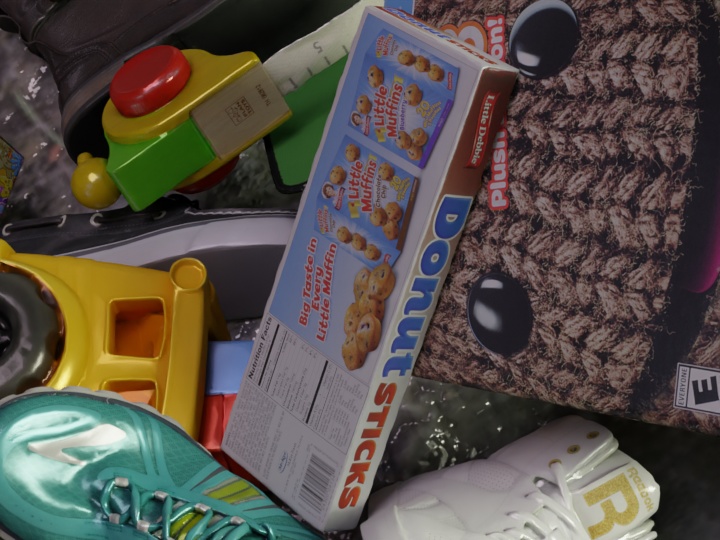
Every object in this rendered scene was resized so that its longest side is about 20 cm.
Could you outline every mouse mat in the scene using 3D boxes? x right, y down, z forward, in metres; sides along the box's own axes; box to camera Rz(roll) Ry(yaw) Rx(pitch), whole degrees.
[{"bbox_3d":[0.039,-0.110,0.910,0.199,0.008,0.161,-28,24,4],"label":"mouse mat"}]

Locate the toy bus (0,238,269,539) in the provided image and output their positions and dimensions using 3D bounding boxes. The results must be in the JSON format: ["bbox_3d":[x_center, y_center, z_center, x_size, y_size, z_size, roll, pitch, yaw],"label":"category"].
[{"bbox_3d":[-0.105,0.094,0.839,0.190,0.136,0.201,2,64,4],"label":"toy bus"}]

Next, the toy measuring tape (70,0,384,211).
[{"bbox_3d":[-0.060,-0.096,0.910,0.199,0.074,0.074,-36,55,-5],"label":"toy measuring tape"}]

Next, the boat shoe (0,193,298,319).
[{"bbox_3d":[-0.104,-0.010,0.922,0.199,0.069,0.057,-9,58,19],"label":"boat shoe"}]

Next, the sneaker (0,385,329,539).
[{"bbox_3d":[-0.064,0.106,0.742,0.199,0.080,0.078,28,79,-12],"label":"sneaker"}]

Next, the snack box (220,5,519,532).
[{"bbox_3d":[0.000,0.000,0.747,0.072,0.024,0.201,34,112,41],"label":"snack box"}]

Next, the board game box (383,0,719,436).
[{"bbox_3d":[0.104,-0.028,0.731,0.199,0.096,0.161,7,93,45],"label":"board game box"}]

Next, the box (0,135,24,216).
[{"bbox_3d":[-0.310,-0.006,0.948,0.199,0.122,0.194,0,61,34],"label":"box"}]

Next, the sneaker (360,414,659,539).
[{"bbox_3d":[0.064,0.104,0.732,0.115,0.200,0.074,-24,99,3],"label":"sneaker"}]

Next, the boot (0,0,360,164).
[{"bbox_3d":[-0.107,-0.155,1.002,0.199,0.069,0.175,-29,46,3],"label":"boot"}]
